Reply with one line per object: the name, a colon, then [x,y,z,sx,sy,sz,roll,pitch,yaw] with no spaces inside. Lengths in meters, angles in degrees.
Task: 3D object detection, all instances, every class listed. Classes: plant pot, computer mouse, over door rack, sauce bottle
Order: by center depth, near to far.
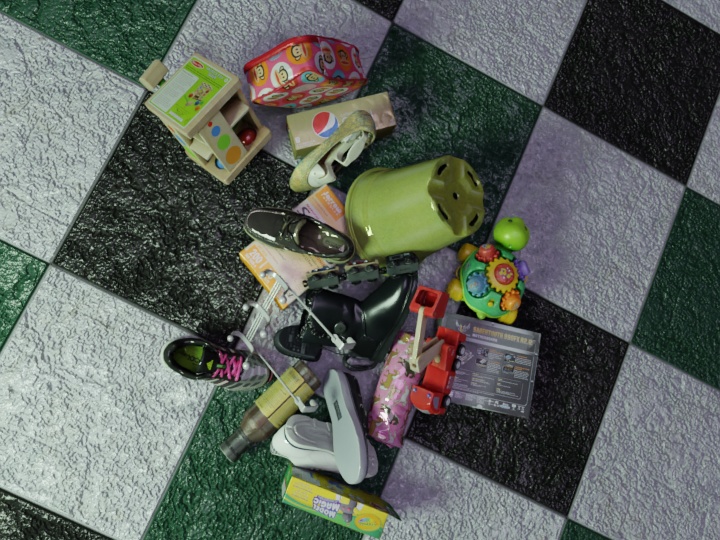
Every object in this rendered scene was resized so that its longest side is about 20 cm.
over door rack: [-0.123,0.115,0.958,0.199,0.066,0.149,39,111,18]
plant pot: [0.105,-0.103,1.003,0.198,0.183,0.205,9,76,-36]
sauce bottle: [-0.157,0.243,1.016,0.199,0.065,0.065,-42,91,-11]
computer mouse: [-0.062,0.146,1.064,0.197,0.034,0.059,17,56,-11]

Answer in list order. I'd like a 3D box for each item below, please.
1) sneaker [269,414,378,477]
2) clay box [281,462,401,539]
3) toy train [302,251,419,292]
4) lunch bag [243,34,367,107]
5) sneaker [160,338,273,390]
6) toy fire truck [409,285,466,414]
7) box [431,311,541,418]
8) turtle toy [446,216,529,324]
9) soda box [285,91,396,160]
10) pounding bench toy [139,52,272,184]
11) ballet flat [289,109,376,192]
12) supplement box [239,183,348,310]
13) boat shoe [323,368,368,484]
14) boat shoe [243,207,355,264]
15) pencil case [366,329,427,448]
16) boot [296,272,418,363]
sneaker: [-0.059,0.316,1.025,0.198,0.077,0.081,28,122,-19]
clay box: [-0.035,0.390,0.992,0.197,0.115,0.048,24,81,-5]
toy train: [0.000,0.000,0.972,0.196,0.046,0.035,-10,125,7]
lunch bag: [-0.102,-0.334,1.026,0.174,0.199,0.083,-16,92,33]
sneaker: [-0.246,0.160,1.000,0.196,0.087,0.075,16,81,-7]
toy fire truck: [0.119,0.138,0.983,0.140,0.048,0.204,20,86,-51]
box: [0.225,0.174,1.093,0.196,0.048,0.162,12,81,-8]
turtle toy: [0.254,-0.004,1.090,0.144,0.101,0.203,23,72,-6]
soda box: [-0.036,-0.269,1.098,0.196,0.064,0.069,-16,86,-10]
pounding bench toy: [-0.277,-0.271,1.026,0.199,0.156,0.125,35,78,28]
ballet flat: [-0.049,-0.197,1.045,0.199,0.071,0.071,-41,90,18]
supplement box: [-0.101,-0.041,1.054,0.199,0.074,0.127,-41,91,-11]
boat shoe: [-0.013,0.259,0.999,0.056,0.069,0.202,15,44,-35]
boat shoe: [-0.102,-0.065,0.982,0.196,0.065,0.075,14,82,1]
pencil case: [0.069,0.210,1.046,0.085,0.083,0.203,25,79,-17]
boot: [-0.008,0.059,1.006,0.165,0.077,0.202,18,117,-14]
